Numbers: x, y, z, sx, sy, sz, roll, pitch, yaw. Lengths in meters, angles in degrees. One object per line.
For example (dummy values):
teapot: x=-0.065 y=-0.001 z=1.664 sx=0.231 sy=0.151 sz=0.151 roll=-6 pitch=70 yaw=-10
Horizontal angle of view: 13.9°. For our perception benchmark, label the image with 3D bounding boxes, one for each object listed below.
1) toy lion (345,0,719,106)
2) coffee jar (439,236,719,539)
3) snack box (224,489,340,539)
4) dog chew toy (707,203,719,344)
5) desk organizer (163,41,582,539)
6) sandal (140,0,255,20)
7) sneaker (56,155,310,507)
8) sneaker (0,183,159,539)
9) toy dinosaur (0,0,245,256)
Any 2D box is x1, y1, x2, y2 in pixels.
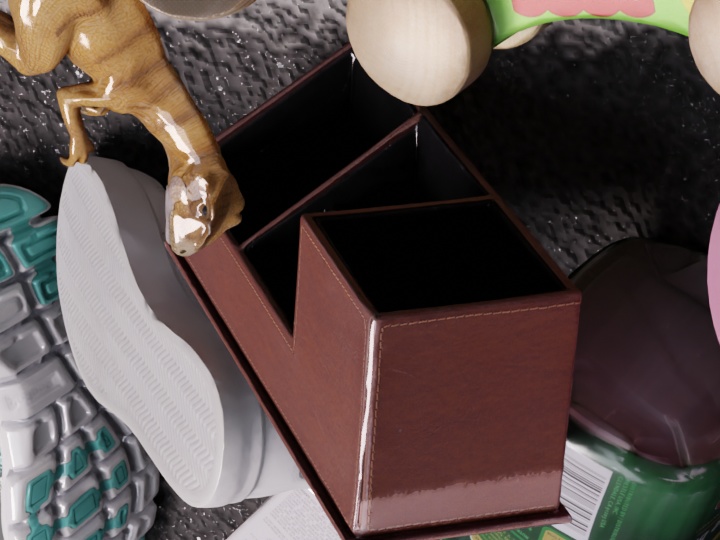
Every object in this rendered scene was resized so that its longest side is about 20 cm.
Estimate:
toy lion: x=0.075 y=-0.146 z=0.853 sx=0.199 sy=0.069 sz=0.192 roll=3 pitch=117 yaw=37
coffee jar: x=0.075 y=0.090 z=1.002 sx=0.085 sy=0.104 sz=0.200 roll=33 pitch=138 yaw=13
snack box: x=0.035 y=0.159 z=1.149 sx=0.200 sy=0.024 sz=0.072 roll=45 pitch=136 yaw=0
dog chew toy: x=0.178 y=0.041 z=0.809 sx=0.125 sy=0.124 sz=0.201 roll=-51 pitch=56 yaw=48
desk organizer: x=0.000 y=0.000 z=0.929 sx=0.200 sy=0.071 sz=0.077 roll=-126 pitch=35 yaw=-56
sandal: x=-0.036 y=-0.184 z=0.896 sx=0.077 sy=0.070 sz=0.213 roll=9 pitch=100 yaw=6
sneaker: x=-0.034 y=0.020 z=1.054 sx=0.200 sy=0.115 sz=0.074 roll=-128 pitch=42 yaw=-52
sneaker: x=-0.142 y=0.046 z=1.178 sx=0.091 sy=0.077 sz=0.201 roll=21 pitch=132 yaw=46
toy dinosaur: x=-0.095 y=-0.093 z=0.896 sx=0.106 sy=0.060 sz=0.200 roll=8 pitch=143 yaw=45
